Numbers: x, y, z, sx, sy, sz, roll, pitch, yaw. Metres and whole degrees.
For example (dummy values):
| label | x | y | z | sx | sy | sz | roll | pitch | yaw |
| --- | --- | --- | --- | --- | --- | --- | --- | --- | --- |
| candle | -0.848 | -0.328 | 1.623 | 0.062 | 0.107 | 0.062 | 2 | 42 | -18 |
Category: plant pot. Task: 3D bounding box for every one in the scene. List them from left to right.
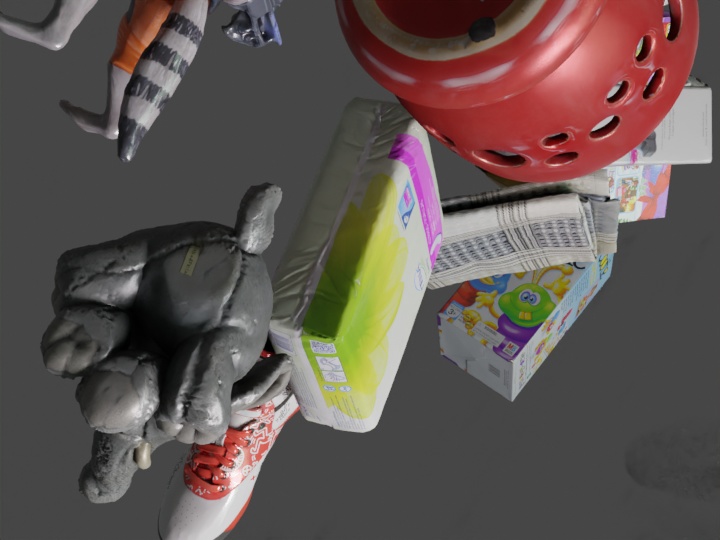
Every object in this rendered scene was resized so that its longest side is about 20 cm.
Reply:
| label | x | y | z | sx | sy | sz | roll | pitch | yaw |
| --- | --- | --- | --- | --- | --- | --- | --- | --- | --- |
| plant pot | 0.092 | -0.168 | 0.720 | 0.182 | 0.200 | 0.201 | 12 | 109 | -59 |

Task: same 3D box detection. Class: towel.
| label | x | y | z | sx | sy | sz | roll | pitch | yaw |
| --- | --- | --- | --- | --- | --- | --- | --- | --- | --- |
| towel | 0.135 | -0.028 | 1.037 | 0.193 | 0.200 | 0.035 | 52 | 29 | -67 |

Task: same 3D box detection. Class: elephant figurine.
| label | x | y | z | sx | sy | sz | roll | pitch | yaw |
| --- | --- | --- | --- | --- | --- | --- | --- | --- | --- |
| elephant figurine | -0.116 | 0.055 | 0.709 | 0.200 | 0.155 | 0.142 | 91 | -6 | -69 |

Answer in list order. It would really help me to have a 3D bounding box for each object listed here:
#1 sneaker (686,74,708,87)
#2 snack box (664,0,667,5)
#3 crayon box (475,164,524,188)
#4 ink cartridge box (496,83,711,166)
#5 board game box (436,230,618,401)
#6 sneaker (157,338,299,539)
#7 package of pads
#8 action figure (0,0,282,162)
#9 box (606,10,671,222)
| label | x | y | z | sx | sy | sz | roll | pitch | yaw |
| --- | --- | --- | --- | --- | --- | --- | --- | --- | --- |
| sneaker | 0.307 | -0.206 | 1.210 | 0.200 | 0.115 | 0.076 | -13 | 132 | -59 |
| snack box | 0.289 | -0.348 | 1.042 | 0.024 | 0.072 | 0.200 | -25 | 142 | -52 |
| crayon box | 0.194 | -0.126 | 1.169 | 0.126 | 0.052 | 0.200 | -59 | 157 | 5 |
| ink cartridge box | 0.183 | -0.120 | 0.964 | 0.200 | 0.115 | 0.068 | -4 | 96 | -31 |
| board game box | 0.187 | 0.026 | 1.289 | 0.200 | 0.103 | 0.105 | -48 | 156 | -20 |
| sneaker | -0.100 | 0.116 | 0.870 | 0.201 | 0.067 | 0.108 | -54 | 157 | -17 |
| package of pads | 0.000 | 0.000 | 0.836 | 0.155 | 0.068 | 0.200 | 74 | 32 | -55 |
| action figure | -0.065 | -0.137 | 0.559 | 0.193 | 0.105 | 0.200 | -43 | 154 | -8 |
| box | 0.234 | -0.141 | 1.090 | 0.137 | 0.039 | 0.200 | -8 | 112 | -23 |
